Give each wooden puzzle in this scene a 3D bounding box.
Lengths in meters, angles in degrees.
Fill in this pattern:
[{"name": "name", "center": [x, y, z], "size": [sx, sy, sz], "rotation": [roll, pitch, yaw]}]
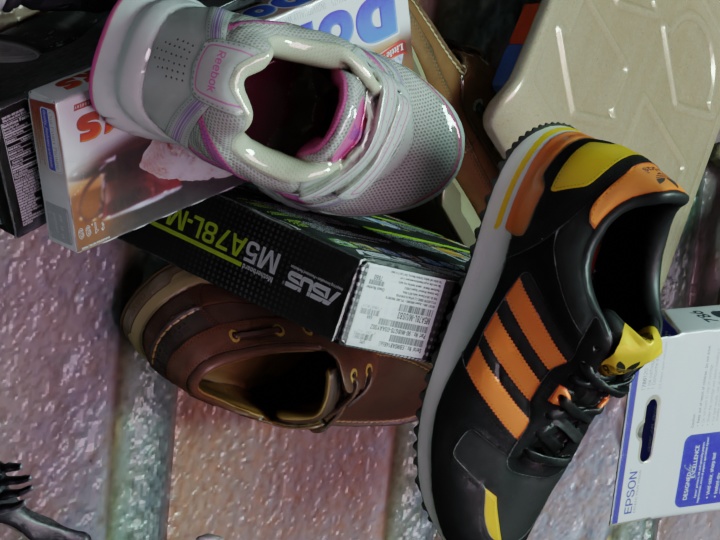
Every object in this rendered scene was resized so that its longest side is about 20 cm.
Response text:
[{"name": "wooden puzzle", "center": [0.132, -0.104, 1.482], "size": [0.185, 0.046, 0.201], "rotation": [53, 55, -43]}]

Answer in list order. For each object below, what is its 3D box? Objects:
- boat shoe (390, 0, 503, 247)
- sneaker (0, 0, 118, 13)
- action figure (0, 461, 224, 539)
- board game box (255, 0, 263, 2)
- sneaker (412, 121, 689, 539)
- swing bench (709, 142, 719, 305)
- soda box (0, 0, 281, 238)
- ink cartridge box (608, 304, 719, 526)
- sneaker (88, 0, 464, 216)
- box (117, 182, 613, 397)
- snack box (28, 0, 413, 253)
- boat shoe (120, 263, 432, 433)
[{"name": "boat shoe", "center": [0.032, -0.087, 1.430], "size": [0.068, 0.072, 0.200], "rotation": [-49, 143, -23]}, {"name": "sneaker", "center": [-0.101, -0.199, 1.218], "size": [0.113, 0.076, 0.201], "rotation": [12, 106, -13]}, {"name": "action figure", "center": [-0.123, 0.172, 1.364], "size": [0.200, 0.102, 0.119], "rotation": [37, 69, -44]}, {"name": "board game box", "center": [-0.024, -0.236, 1.283], "size": [0.126, 0.035, 0.201], "rotation": [-24, 101, -34]}, {"name": "sneaker", "center": [0.086, 0.041, 1.237], "size": [0.070, 0.090, 0.201], "rotation": [5, 102, -44]}, {"name": "swing bench", "center": [0.299, 0.024, 1.577], "size": [0.199, 0.199, 0.130], "rotation": [7, 106, -8]}, {"name": "soda box", "center": [-0.102, -0.090, 1.293], "size": [0.200, 0.071, 0.064], "rotation": [-28, 126, -32]}, {"name": "ink cartridge box", "center": [0.199, 0.066, 1.415], "size": [0.199, 0.039, 0.100], "rotation": [-3, 110, -33]}, {"name": "sneaker", "center": [-0.020, -0.062, 1.231], "size": [0.199, 0.088, 0.082], "rotation": [12, 97, -44]}, {"name": "box", "center": [0.000, 0.000, 1.342], "size": [0.200, 0.193, 0.048], "rotation": [13, 96, -46]}, {"name": "snack box", "center": [-0.058, -0.076, 1.271], "size": [0.200, 0.024, 0.072], "rotation": [-25, 121, -34]}, {"name": "boat shoe", "center": [-0.030, 0.052, 1.412], "size": [0.200, 0.068, 0.072], "rotation": [16, 119, -44]}]
